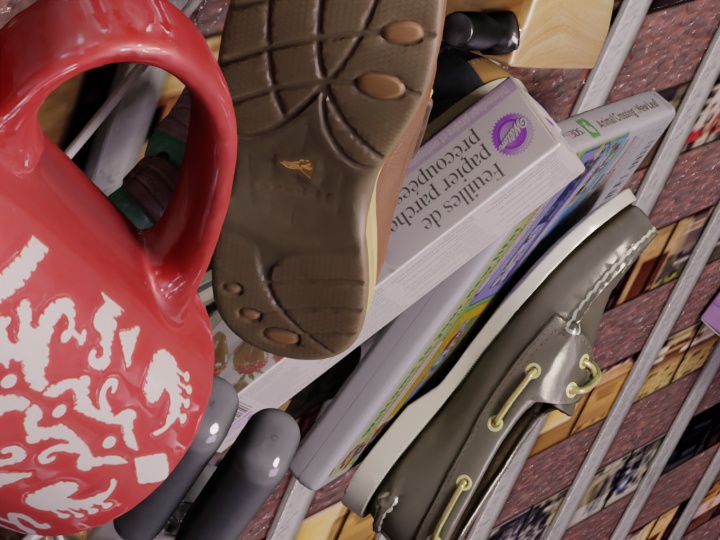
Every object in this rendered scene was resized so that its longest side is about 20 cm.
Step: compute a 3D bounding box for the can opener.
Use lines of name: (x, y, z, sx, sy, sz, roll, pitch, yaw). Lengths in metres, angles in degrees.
can opener: (-0.070, 0.088, 0.909, 0.067, 0.053, 0.200, -66, -175, -27)

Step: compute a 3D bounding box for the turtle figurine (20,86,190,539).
turtle figurine: (-0.105, 0.023, 0.852, 0.200, 0.101, 0.150, -51, 180, -25)

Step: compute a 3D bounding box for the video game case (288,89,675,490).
video game case: (0.060, 0.005, 1.067, 0.200, 0.022, 0.182, -54, 167, 23)

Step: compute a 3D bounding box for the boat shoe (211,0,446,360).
boat shoe: (-0.010, -0.064, 0.787, 0.068, 0.072, 0.201, -69, 172, -52)

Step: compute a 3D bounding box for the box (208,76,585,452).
box: (0.000, 0.000, 0.932, 0.200, 0.039, 0.041, -38, 157, 10)

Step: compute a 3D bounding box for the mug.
mug: (-0.116, 0.003, 0.684, 0.200, 0.177, 0.134, 46, 49, -57)

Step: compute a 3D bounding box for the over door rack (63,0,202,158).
over door rack: (-0.076, -0.101, 0.769, 0.200, 0.067, 0.148, -42, 153, -17)

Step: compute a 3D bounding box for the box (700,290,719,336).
box: (0.358, -0.007, 1.593, 0.200, 0.097, 0.176, -55, 155, 10)

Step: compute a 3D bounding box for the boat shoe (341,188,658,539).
boat shoe: (0.077, 0.051, 1.066, 0.202, 0.060, 0.072, -50, 168, 3)

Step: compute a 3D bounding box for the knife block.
knife block: (0.047, -0.112, 0.904, 0.176, 0.064, 0.200, -56, 162, -32)

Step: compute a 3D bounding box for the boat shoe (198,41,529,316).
boat shoe: (-0.019, -0.032, 0.973, 0.200, 0.062, 0.075, -37, 158, 3)

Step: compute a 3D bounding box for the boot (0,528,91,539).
boot: (-0.136, 0.179, 1.056, 0.166, 0.072, 0.200, 5, 119, -58)

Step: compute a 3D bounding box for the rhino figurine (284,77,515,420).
rhino figurine: (0.009, -0.005, 1.058, 0.200, 0.060, 0.087, -56, 159, 17)
